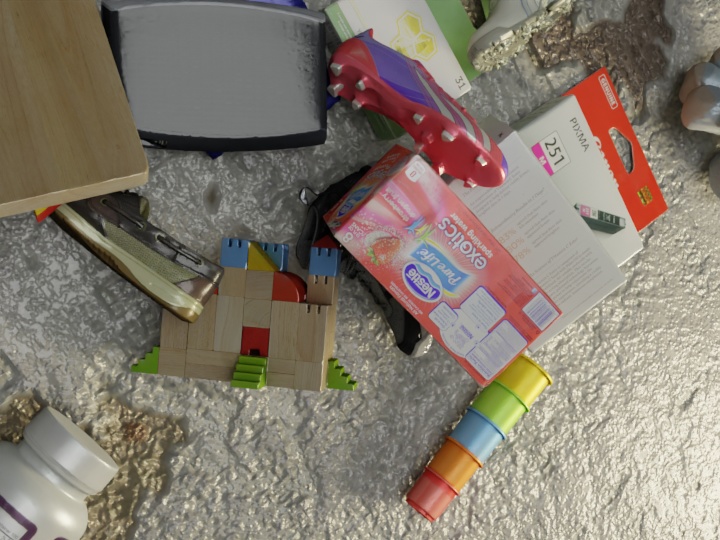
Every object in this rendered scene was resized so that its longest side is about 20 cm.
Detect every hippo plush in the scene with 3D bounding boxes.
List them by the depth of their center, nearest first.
[{"bbox_3d":[0.476,-0.173,1.038,0.199,0.159,0.161,-25,134,-6],"label":"hippo plush"}]

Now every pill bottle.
[{"bbox_3d":[-0.299,0.214,0.708,0.200,0.112,0.112,-48,109,-14],"label":"pill bottle"}]

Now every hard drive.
[{"bbox_3d":[-0.123,-0.173,0.760,0.199,0.042,0.136,-2,96,-18],"label":"hard drive"}]

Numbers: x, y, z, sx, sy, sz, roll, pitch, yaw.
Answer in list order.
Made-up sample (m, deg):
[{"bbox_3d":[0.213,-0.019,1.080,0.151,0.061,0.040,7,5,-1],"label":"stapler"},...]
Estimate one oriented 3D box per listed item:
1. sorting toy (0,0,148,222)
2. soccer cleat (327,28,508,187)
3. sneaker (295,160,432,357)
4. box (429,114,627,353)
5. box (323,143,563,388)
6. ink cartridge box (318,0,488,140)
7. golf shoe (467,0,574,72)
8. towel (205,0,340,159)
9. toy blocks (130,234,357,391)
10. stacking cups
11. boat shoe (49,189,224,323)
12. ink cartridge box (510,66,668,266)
[{"bbox_3d":[-0.291,-0.123,0.685,0.198,0.070,0.201,-15,70,-18],"label":"sorting toy"},{"bbox_3d":[0.060,-0.152,0.794,0.200,0.067,0.077,35,63,10],"label":"soccer cleat"},{"bbox_3d":[0.000,0.000,0.853,0.113,0.075,0.201,-16,98,-16],"label":"sneaker"},{"bbox_3d":[0.154,-0.038,0.881,0.124,0.098,0.200,-39,108,8],"label":"box"},{"bbox_3d":[0.071,-0.006,0.778,0.103,0.095,0.200,-45,106,3],"label":"box"},{"bbox_3d":[0.069,-0.245,0.884,0.200,0.048,0.146,-35,105,-16],"label":"ink cartridge box"},{"bbox_3d":[0.154,-0.281,0.901,0.097,0.078,0.200,46,54,1],"label":"golf shoe"},{"bbox_3d":[-0.118,-0.222,0.805,0.147,0.050,0.201,-26,103,-13],"label":"towel"},{"bbox_3d":[-0.099,0.031,0.781,0.199,0.100,0.137,5,91,8],"label":"toy blocks"},{"bbox_3d":[0.126,0.181,0.926,0.060,0.060,0.200,42,80,-20],"label":"stacking cups"},{"bbox_3d":[-0.205,-0.036,0.743,0.200,0.073,0.065,40,76,-2],"label":"boat shoe"},{"bbox_3d":[0.269,-0.108,0.981,0.173,0.044,0.201,-34,105,-17],"label":"ink cartridge box"}]
